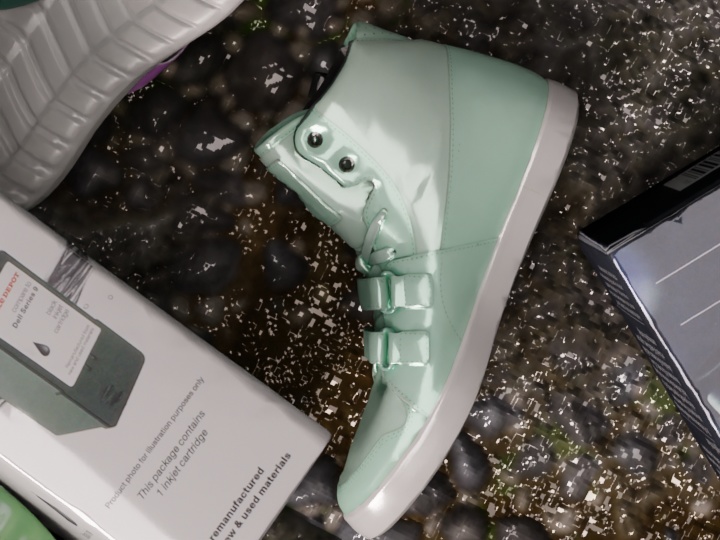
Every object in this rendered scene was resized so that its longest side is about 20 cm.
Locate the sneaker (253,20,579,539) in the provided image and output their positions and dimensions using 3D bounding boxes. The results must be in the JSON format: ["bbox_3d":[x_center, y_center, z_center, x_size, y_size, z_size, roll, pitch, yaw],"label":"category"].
[{"bbox_3d":[0.000,0.000,0.966,0.118,0.074,0.201,21,84,-8],"label":"sneaker"}]

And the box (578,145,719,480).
[{"bbox_3d":[0.203,0.034,0.955,0.148,0.107,0.201,-32,95,1],"label":"box"}]

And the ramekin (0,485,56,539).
[{"bbox_3d":[-0.195,0.150,0.923,0.199,0.098,0.201,17,134,18],"label":"ramekin"}]

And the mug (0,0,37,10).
[{"bbox_3d":[-0.177,-0.194,0.916,0.152,0.114,0.185,-45,77,11],"label":"mug"}]

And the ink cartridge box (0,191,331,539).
[{"bbox_3d":[-0.123,0.044,0.928,0.200,0.146,0.084,36,77,-2],"label":"ink cartridge box"}]

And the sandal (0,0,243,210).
[{"bbox_3d":[-0.101,-0.106,0.975,0.203,0.050,0.083,-43,78,13],"label":"sandal"}]
